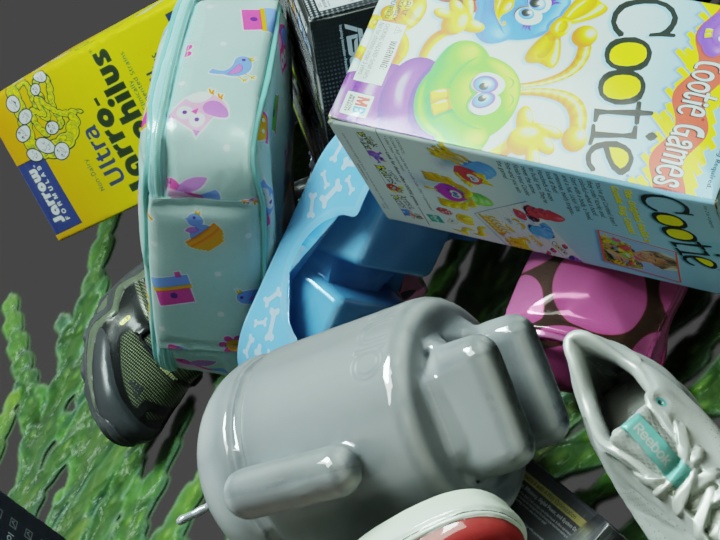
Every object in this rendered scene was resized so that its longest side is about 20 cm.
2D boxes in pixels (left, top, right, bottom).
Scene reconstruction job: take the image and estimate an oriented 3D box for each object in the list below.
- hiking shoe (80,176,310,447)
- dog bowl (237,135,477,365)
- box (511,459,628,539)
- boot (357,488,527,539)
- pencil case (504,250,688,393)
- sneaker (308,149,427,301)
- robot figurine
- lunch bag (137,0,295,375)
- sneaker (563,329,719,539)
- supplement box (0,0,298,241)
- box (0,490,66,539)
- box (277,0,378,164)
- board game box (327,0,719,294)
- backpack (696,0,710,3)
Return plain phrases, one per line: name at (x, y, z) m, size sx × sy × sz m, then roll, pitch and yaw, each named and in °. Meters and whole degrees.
hiking shoe at (-0.099, 0.017, 1.492) m, size 0.100 × 0.076 × 0.201 m, roll -8°, pitch 49°, yaw 49°
dog bowl at (0.000, 0.000, 1.324) m, size 0.049 × 0.111 × 0.201 m, roll 34°, pitch 105°, yaw 36°
box at (0.035, 0.156, 1.221) m, size 0.161 × 0.049 × 0.200 m, roll -51°, pitch 33°, yaw -2°
boot at (0.014, 0.204, 1.099) m, size 0.200 × 0.072 × 0.145 m, roll -46°, pitch 35°, yaw 19°
pencil case at (0.148, -0.026, 1.252) m, size 0.093 × 0.091 × 0.201 m, roll 22°, pitch 71°, yaw 17°
sneaker at (0.013, -0.045, 1.453) m, size 0.082 × 0.070 × 0.201 m, roll -10°, pitch 48°, yaw 20°
robot figurine at (0.002, 0.083, 1.188) m, size 0.199 × 0.114 × 0.169 m, roll -21°, pitch -1°, yaw 31°
lunch bag at (-0.079, -0.047, 1.374) m, size 0.077 × 0.201 × 0.161 m, roll 3°, pitch 44°, yaw 2°
sneaker at (0.149, 0.099, 1.102) m, size 0.075 × 0.089 × 0.200 m, roll -42°, pitch 43°, yaw 1°
supplement box at (-0.129, -0.117, 1.604) m, size 0.199 × 0.109 × 0.109 m, roll -24°, pitch 10°, yaw 33°
box at (-0.239, 0.226, 1.324) m, size 0.124 × 0.196 × 0.201 m, roll -24°, pitch 39°, yaw 33°
box at (-0.023, -0.142, 1.397) m, size 0.044 × 0.161 × 0.200 m, roll -15°, pitch 42°, yaw -6°
board game box at (0.104, -0.072, 1.180) m, size 0.199 × 0.105 × 0.103 m, roll 14°, pitch 69°, yaw 25°
backpack at (0.094, -0.160, 1.375) m, size 0.200 × 0.147 × 0.183 m, roll -50°, pitch 11°, yaw 12°
